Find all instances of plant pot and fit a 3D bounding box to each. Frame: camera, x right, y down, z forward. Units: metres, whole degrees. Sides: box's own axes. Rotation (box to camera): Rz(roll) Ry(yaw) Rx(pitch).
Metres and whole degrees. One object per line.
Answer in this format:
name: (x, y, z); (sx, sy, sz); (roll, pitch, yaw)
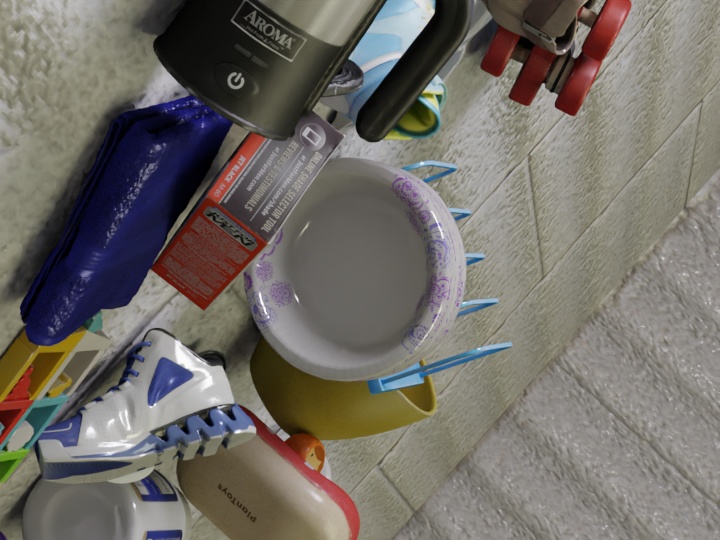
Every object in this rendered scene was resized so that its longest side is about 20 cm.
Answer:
plant pot: (-0.032, 0.098, 1.948); (0.141, 0.201, 0.200); (-31, 169, 13)

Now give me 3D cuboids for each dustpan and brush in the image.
dustpan and brush: (0.065, -0.194, 1.693); (0.201, 0.057, 0.139); (-57, 164, 26)

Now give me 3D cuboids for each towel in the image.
towel: (-0.178, -0.045, 1.399); (0.201, 0.049, 0.148); (-57, 171, 25)

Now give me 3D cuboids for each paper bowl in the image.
paper bowl: (0.000, 0.000, 1.712); (0.201, 0.200, 0.104); (-52, 165, 11)

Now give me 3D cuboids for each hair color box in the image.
hair color box: (-0.092, -0.051, 1.452); (0.111, 0.064, 0.200); (-56, -173, -24)

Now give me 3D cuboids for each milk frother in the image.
milk frother: (-0.029, -0.203, 1.308); (0.189, 0.180, 0.200); (-53, -152, 17)

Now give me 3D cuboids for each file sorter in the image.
file sorter: (0.055, 0.004, 1.821); (0.122, 0.201, 0.139); (-19, 174, 19)

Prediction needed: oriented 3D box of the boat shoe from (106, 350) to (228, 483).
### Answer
boat shoe: (-0.187, 0.131, 1.752); (0.200, 0.072, 0.068); (-33, 160, -55)

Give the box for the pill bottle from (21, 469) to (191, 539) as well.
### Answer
pill bottle: (-0.236, 0.245, 1.800); (0.120, 0.120, 0.200); (-50, 165, 3)

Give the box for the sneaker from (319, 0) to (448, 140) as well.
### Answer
sneaker: (0.041, -0.175, 1.531); (0.200, 0.130, 0.080); (-40, 162, -33)

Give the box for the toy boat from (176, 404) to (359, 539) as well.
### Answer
toy boat: (-0.080, 0.210, 1.878); (0.131, 0.200, 0.131); (-35, 161, -47)

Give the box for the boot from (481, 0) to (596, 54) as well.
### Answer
boot: (0.135, -0.267, 1.542); (0.070, 0.146, 0.200); (-43, 164, -13)

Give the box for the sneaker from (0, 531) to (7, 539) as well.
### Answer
sneaker: (-0.349, 0.268, 1.664); (0.084, 0.080, 0.200); (-63, 175, -9)

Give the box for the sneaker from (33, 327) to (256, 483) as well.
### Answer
sneaker: (-0.201, 0.117, 1.663); (0.198, 0.116, 0.081); (-10, 161, -19)

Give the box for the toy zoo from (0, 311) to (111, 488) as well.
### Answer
toy zoo: (-0.277, 0.105, 1.524); (0.200, 0.020, 0.131); (-52, 165, 11)

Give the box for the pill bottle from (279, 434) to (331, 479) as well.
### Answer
pill bottle: (-0.096, 0.293, 2.343); (0.113, 0.113, 0.200); (-43, 164, -21)

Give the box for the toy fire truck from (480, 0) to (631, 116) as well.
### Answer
toy fire truck: (0.210, -0.266, 1.876); (0.168, 0.112, 0.200); (-61, 177, -38)
